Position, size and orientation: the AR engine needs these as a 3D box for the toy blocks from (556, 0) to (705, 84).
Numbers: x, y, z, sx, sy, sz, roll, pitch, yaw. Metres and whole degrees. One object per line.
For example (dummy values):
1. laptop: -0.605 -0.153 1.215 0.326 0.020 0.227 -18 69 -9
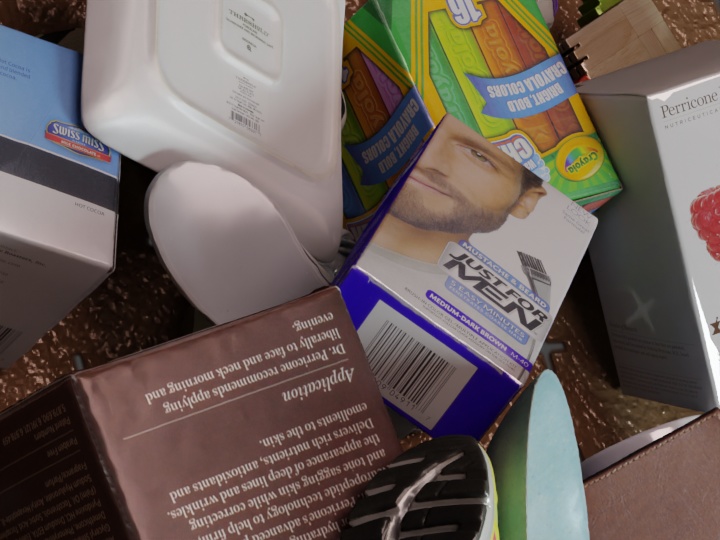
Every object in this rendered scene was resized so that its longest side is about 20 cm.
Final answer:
1. toy blocks: 0.164 -0.080 1.902 0.136 0.100 0.201 -34 92 -30

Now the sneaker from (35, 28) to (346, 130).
1. sneaker: -0.100 -0.110 1.730 0.199 0.088 0.076 13 60 -27

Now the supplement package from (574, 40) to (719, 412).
1. supplement package: 0.215 -0.029 1.814 0.121 0.120 0.201 -19 102 -22

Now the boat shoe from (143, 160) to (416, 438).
1. boat shoe: -0.045 0.016 1.615 0.200 0.066 0.072 39 80 -18

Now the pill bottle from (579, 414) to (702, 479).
1. pill bottle: 0.205 0.194 1.756 0.113 0.114 0.201 -12 73 -38

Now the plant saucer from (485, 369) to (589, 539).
1. plant saucer: 0.086 0.152 1.518 0.201 0.038 0.202 -6 90 -78

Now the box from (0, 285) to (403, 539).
1. box: -0.077 0.138 1.486 0.165 0.164 0.201 -17 84 -34

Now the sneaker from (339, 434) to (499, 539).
1. sneaker: 0.040 0.176 1.412 0.090 0.078 0.201 43 44 -48

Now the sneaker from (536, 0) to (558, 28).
1. sneaker: 0.044 -0.215 1.902 0.200 0.081 0.083 44 15 10

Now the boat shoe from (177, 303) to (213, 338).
1. boat shoe: -0.075 0.082 1.635 0.076 0.072 0.201 9 53 12

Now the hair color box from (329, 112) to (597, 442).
1. hair color box: 0.051 0.004 1.595 0.109 0.065 0.200 35 29 -3

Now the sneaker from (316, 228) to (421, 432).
1. sneaker: 0.000 0.000 1.720 0.200 0.115 0.075 43 49 -7

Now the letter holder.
1. letter holder: 0.146 0.190 1.655 0.199 0.101 0.143 -29 79 0

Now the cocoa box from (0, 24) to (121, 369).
1. cocoa box: -0.241 -0.056 1.570 0.199 0.133 0.132 19 54 -26

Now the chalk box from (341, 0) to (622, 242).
1. chalk box: 0.062 -0.061 1.790 0.124 0.124 0.201 -16 75 -39

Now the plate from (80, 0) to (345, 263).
1. plate: -0.071 -0.128 1.653 0.199 0.032 0.201 29 50 -40
